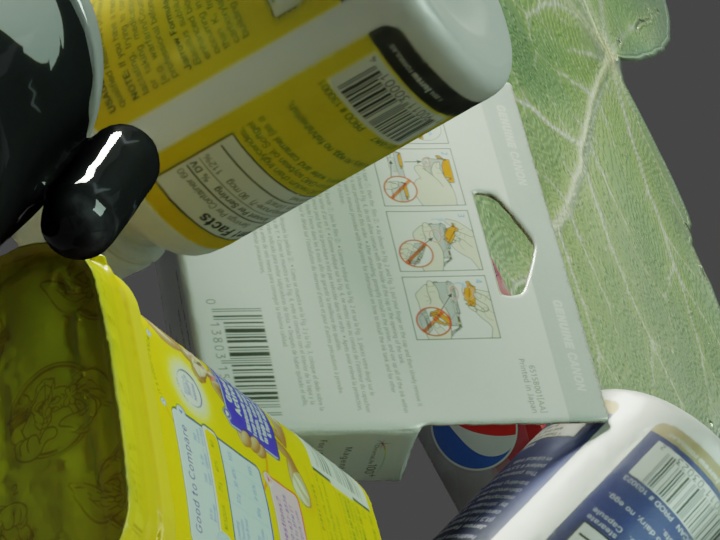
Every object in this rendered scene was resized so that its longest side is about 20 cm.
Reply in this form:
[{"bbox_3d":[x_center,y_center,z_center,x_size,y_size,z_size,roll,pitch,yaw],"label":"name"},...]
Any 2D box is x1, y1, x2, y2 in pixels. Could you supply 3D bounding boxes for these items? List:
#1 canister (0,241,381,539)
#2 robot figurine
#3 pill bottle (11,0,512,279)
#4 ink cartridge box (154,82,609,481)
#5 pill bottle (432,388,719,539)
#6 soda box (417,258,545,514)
[{"bbox_3d":[-0.067,0.099,0.975,0.200,0.086,0.149,42,28,-48],"label":"canister"},{"bbox_3d":[-0.157,-0.057,0.893,0.151,0.124,0.200,61,19,-11],"label":"robot figurine"},{"bbox_3d":[-0.050,-0.077,1.079,0.114,0.199,0.115,50,23,-30],"label":"pill bottle"},{"bbox_3d":[0.000,0.000,1.181,0.173,0.044,0.201,1,51,-17],"label":"ink cartridge box"},{"bbox_3d":[0.072,0.147,1.123,0.200,0.111,0.111,-41,104,-36],"label":"pill bottle"},{"bbox_3d":[0.081,0.098,1.387,0.201,0.063,0.070,62,19,-3],"label":"soda box"}]
